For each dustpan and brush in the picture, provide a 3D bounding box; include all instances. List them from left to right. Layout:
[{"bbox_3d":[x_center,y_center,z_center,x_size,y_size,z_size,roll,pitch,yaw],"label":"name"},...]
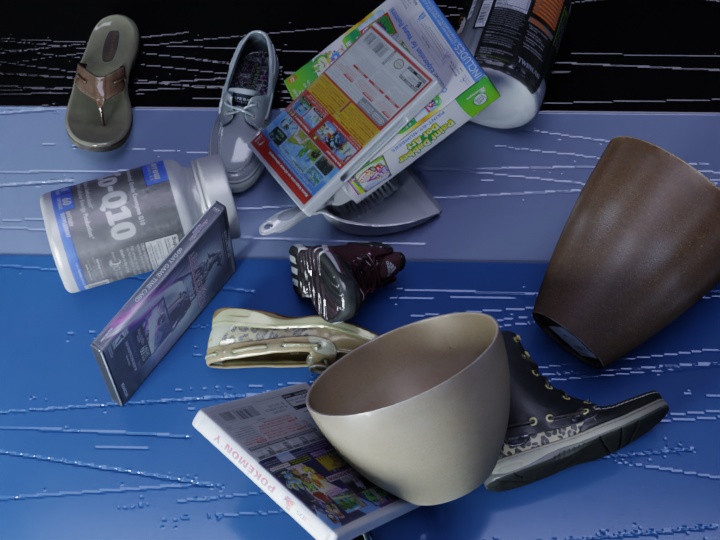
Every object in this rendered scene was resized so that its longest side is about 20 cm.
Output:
[{"bbox_3d":[-0.025,-0.079,1.591,0.200,0.057,0.140,-30,64,-14],"label":"dustpan and brush"}]

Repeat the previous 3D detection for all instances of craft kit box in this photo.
[{"bbox_3d":[0.030,-0.202,1.586,0.197,0.049,0.200,-34,48,8],"label":"craft kit box"}]

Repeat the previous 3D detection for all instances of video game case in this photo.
[{"bbox_3d":[-0.200,0.036,1.489,0.019,0.143,0.200,33,67,16],"label":"video game case"},{"bbox_3d":[-0.044,0.185,1.393,0.182,0.200,0.023,39,109,20],"label":"video game case"},{"bbox_3d":[-0.019,-0.167,1.557,0.200,0.017,0.143,-43,47,3],"label":"video game case"}]

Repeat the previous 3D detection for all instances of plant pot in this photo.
[{"bbox_3d":[0.063,0.146,1.383,0.200,0.200,0.135,-26,106,-12],"label":"plant pot"},{"bbox_3d":[0.276,-0.003,1.489,0.187,0.187,0.200,36,81,19],"label":"plant pot"}]

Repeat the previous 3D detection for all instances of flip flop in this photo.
[{"bbox_3d":[-0.302,-0.226,1.682,0.081,0.058,0.201,4,62,4],"label":"flip flop"}]

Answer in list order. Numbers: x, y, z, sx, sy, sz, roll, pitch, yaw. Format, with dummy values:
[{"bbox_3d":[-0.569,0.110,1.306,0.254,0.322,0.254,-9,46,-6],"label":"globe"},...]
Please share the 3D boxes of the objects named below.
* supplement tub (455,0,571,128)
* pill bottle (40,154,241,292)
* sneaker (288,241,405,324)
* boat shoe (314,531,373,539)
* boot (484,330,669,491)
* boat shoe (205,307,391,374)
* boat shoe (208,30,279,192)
[{"bbox_3d":[0.173,-0.276,1.656,0.122,0.123,0.201,15,63,10],"label":"supplement tub"},{"bbox_3d":[-0.237,-0.055,1.556,0.199,0.114,0.114,-17,62,-7],"label":"pill bottle"},{"bbox_3d":[0.000,0.000,1.493,0.115,0.200,0.076,-8,104,-14],"label":"sneaker"},{"bbox_3d":[-0.014,0.304,1.380,0.084,0.069,0.201,-18,62,-7],"label":"boat shoe"},{"bbox_3d":[0.196,0.123,1.464,0.203,0.074,0.154,-21,63,-3],"label":"boot"},{"bbox_3d":[-0.064,0.085,1.504,0.199,0.073,0.063,6,67,17],"label":"boat shoe"},{"bbox_3d":[-0.136,-0.189,1.648,0.070,0.072,0.202,6,62,5],"label":"boat shoe"}]
